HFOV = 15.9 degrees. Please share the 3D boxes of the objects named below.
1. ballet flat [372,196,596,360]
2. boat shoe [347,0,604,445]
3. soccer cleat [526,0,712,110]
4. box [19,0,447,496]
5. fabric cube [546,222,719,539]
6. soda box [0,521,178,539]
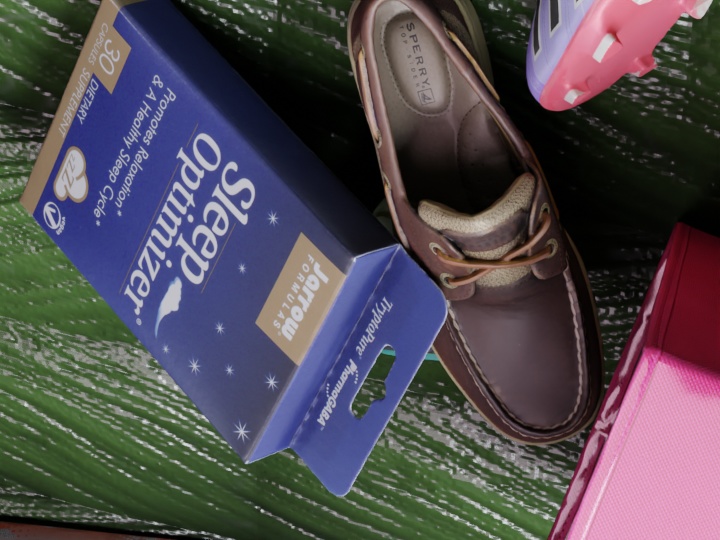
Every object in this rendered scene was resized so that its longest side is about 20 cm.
[{"bbox_3d":[0.000,0.000,1.093,0.200,0.073,0.073,0,128,28],"label":"ballet flat"},{"bbox_3d":[0.043,-0.021,1.007,0.072,0.072,0.200,-17,98,6],"label":"boat shoe"},{"bbox_3d":[0.098,-0.141,0.944,0.076,0.067,0.200,50,144,22],"label":"soccer cleat"},{"bbox_3d":[-0.056,-0.010,1.060,0.200,0.032,0.121,46,130,23],"label":"box"},{"bbox_3d":[0.172,0.124,0.993,0.199,0.196,0.200,22,107,3],"label":"fabric cube"},{"bbox_3d":[-0.134,0.175,1.295,0.200,0.068,0.064,3,129,20],"label":"soda box"}]
